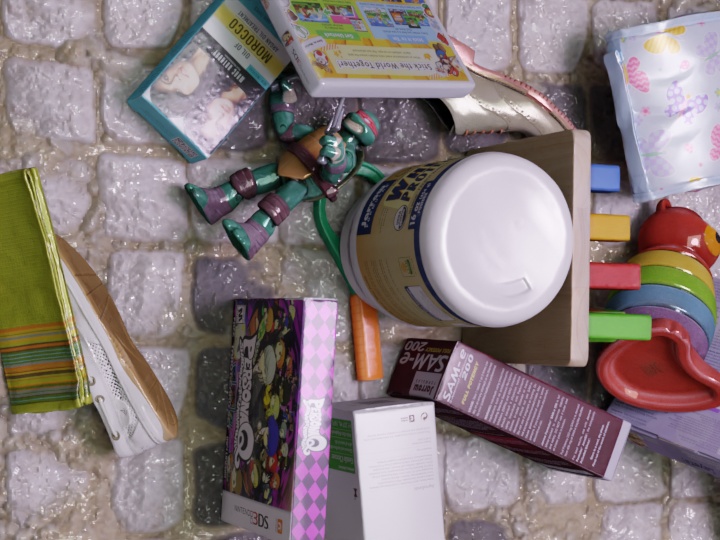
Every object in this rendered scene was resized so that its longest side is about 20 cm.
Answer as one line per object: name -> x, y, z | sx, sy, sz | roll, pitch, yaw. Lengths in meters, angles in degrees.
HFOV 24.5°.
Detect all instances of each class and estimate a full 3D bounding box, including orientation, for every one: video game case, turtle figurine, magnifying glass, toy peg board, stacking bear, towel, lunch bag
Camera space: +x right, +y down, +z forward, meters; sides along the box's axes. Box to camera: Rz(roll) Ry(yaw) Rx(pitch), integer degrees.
video game case -> -0.071, 0.123, 1.399 | 0.036, 0.181, 0.202 | 4, 88, -23
turtle figurine -> -0.049, -0.101, 1.448 | 0.200, 0.150, 0.101 | -40, 122, -11
magnifying glass -> 0.000, 0.000, 1.521 | 0.079, 0.022, 0.202 | -5, 89, -24
toy peg board -> 0.181, -0.015, 1.501 | 0.097, 0.200, 0.201 | 2, 88, -24
stacking bear -> 0.295, 0.023, 1.583 | 0.121, 0.113, 0.201 | 46, 45, -31
video game case -> -0.007, -0.228, 1.437 | 0.199, 0.023, 0.183 | -5, 62, -47
towel -> -0.279, 0.020, 1.368 | 0.018, 0.086, 0.202 | -19, 97, -59
lunch bag -> 0.321, -0.163, 1.604 | 0.199, 0.127, 0.171 | -15, 92, -34

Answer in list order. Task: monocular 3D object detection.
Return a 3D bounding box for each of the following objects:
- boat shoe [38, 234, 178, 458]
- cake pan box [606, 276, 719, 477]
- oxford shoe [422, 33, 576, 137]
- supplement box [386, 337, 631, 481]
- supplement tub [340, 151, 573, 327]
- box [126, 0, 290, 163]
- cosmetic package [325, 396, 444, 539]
boat shoe -> -0.230, 0.067, 1.393 | 0.069, 0.071, 0.201 | -28, 92, 8
cake pan box -> 0.358, 0.104, 1.576 | 0.052, 0.199, 0.185 | 46, 71, -39
oxford shoe -> 0.115, -0.151, 1.551 | 0.199, 0.071, 0.074 | 30, 81, -9
supplement box -> 0.136, 0.128, 1.528 | 0.199, 0.109, 0.061 | 25, 79, -22
supplement tub -> 0.077, -0.023, 1.435 | 0.143, 0.200, 0.146 | 1, 88, -26
box -> -0.109, -0.196, 1.460 | 0.082, 0.049, 0.200 | 43, 73, -17
cosmetic package -> 0.019, 0.218, 1.476 | 0.084, 0.107, 0.202 | -4, 89, -23
